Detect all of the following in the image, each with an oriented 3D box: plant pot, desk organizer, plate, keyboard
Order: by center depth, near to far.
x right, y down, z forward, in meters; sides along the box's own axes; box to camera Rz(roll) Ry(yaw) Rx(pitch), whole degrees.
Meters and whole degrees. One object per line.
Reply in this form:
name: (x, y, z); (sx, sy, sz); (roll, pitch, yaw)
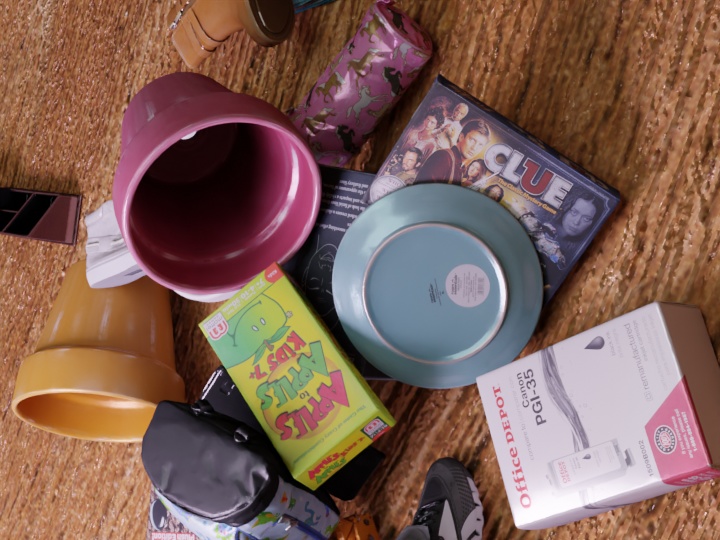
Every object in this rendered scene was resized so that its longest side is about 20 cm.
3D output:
plate: (0.069, 0.019, 1.119); (0.199, 0.026, 0.202); (3, 106, 9)
plant pot: (-0.160, -0.104, 1.215); (0.201, 0.199, 0.179); (-60, 35, 19)
keyboard: (-0.064, 0.152, 1.250); (0.127, 0.199, 0.021); (-55, 12, 25)
plant pot: (-0.306, 0.092, 1.464); (0.199, 0.200, 0.184); (-18, 58, 39)
desk organizer: (-0.486, -0.082, 1.707); (0.199, 0.077, 0.072); (8, 90, 42)

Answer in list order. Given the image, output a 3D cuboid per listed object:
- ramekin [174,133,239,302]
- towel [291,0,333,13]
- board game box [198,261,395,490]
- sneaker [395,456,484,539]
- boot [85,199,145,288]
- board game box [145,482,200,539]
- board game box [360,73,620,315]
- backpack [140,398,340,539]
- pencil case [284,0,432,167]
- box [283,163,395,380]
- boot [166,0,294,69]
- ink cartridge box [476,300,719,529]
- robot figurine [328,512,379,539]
ramekin: (-0.140, -0.061, 1.377); (0.199, 0.105, 0.202); (-6, 80, 42)
towel: (-0.088, -0.397, 1.425); (0.146, 0.022, 0.202); (-11, 78, 40)
board game box: (-0.064, 0.098, 1.161); (0.101, 0.048, 0.200); (-39, 57, 2)
sneaker: (0.065, 0.262, 1.136); (0.066, 0.090, 0.201); (-19, 50, 38)
boot: (-0.247, -0.048, 1.351); (0.199, 0.073, 0.096); (-17, 79, 40)
board game box: (-0.152, 0.271, 1.354); (0.159, 0.097, 0.202); (3, 86, 42)
board game box: (0.119, -0.069, 1.116); (0.199, 0.035, 0.136); (32, 111, -1)
backpack: (-0.107, 0.224, 1.184); (0.163, 0.200, 0.155); (22, 88, 35)
pencil case: (-0.007, -0.193, 1.290); (0.200, 0.086, 0.083); (-48, 26, 27)
box: (0.000, 0.000, 1.243); (0.148, 0.107, 0.201); (15, 94, 41)
boot: (-0.157, -0.289, 1.412); (0.155, 0.073, 0.201); (-43, 45, 28)
ink cartridge box: (0.214, 0.130, 1.052); (0.199, 0.083, 0.147); (-28, 67, 36)
robot figurine: (-0.011, 0.361, 1.243); (0.145, 0.058, 0.201); (-29, 66, 37)
